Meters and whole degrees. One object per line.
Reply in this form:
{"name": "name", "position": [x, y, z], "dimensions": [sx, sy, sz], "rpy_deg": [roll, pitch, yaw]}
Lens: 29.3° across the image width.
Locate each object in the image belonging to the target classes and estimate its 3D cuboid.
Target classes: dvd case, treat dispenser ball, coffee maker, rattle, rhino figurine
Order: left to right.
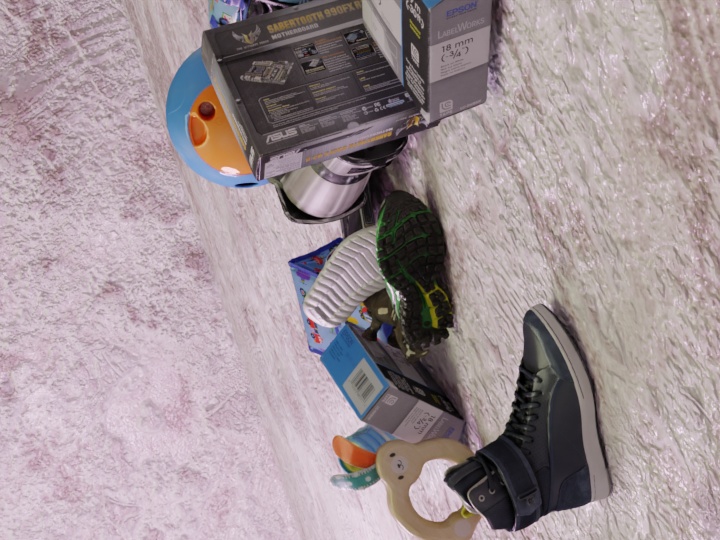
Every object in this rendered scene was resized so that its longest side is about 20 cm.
{"name": "treat dispenser ball", "position": [-0.158, -0.210, 1.828], "dimensions": [0.201, 0.201, 0.201], "rpy_deg": [160, 90, -77]}
{"name": "coffee maker", "position": [-0.044, -0.167, 1.517], "dimensions": [0.192, 0.135, 0.200], "rpy_deg": [48, 155, 3]}
{"name": "dvd case", "position": [-0.009, -0.096, 1.729], "dimensions": [0.200, 0.016, 0.149], "rpy_deg": [110, 153, -72]}
{"name": "rhino figurine", "position": [0.039, 0.049, 1.702], "dimensions": [0.200, 0.060, 0.088], "rpy_deg": [50, 127, 54]}
{"name": "rattle", "position": [0.069, 0.251, 1.606], "dimensions": [0.200, 0.130, 0.143], "rpy_deg": [29, -172, -14]}

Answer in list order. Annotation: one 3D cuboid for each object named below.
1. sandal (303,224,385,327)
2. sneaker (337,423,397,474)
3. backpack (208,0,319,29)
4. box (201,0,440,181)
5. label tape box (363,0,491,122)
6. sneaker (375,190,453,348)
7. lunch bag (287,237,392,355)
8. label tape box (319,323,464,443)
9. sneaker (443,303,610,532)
{"name": "sandal", "position": [-0.006, -0.004, 1.676], "dimensions": [0.203, 0.082, 0.050], "rpy_deg": [-41, 22, 39]}
{"name": "sneaker", "position": [0.017, 0.227, 1.923], "dimensions": [0.200, 0.130, 0.080], "rpy_deg": [-148, 38, -70]}
{"name": "backpack", "position": [-0.085, -0.349, 1.416], "dimensions": [0.200, 0.134, 0.183], "rpy_deg": [113, 156, -63]}
{"name": "box", "position": [-0.039, -0.190, 1.366], "dimensions": [0.048, 0.200, 0.159], "rpy_deg": [102, 146, -61]}
{"name": "label tape box", "position": [0.054, -0.249, 1.168], "dimensions": [0.200, 0.063, 0.144], "rpy_deg": [87, 159, -53]}
{"name": "sneaker", "position": [0.049, -0.008, 1.556], "dimensions": [0.085, 0.078, 0.200], "rpy_deg": [-122, 17, -50]}
{"name": "lunch bag", "position": [0.000, 0.065, 1.897], "dimensions": [0.200, 0.094, 0.151], "rpy_deg": [30, 139, 52]}
{"name": "label tape box", "position": [0.061, 0.160, 1.733], "dimensions": [0.200, 0.063, 0.144], "rpy_deg": [28, -165, -36]}
{"name": "sneaker", "position": [0.140, 0.143, 1.259], "dimensions": [0.077, 0.146, 0.203], "rpy_deg": [-145, 38, -71]}
